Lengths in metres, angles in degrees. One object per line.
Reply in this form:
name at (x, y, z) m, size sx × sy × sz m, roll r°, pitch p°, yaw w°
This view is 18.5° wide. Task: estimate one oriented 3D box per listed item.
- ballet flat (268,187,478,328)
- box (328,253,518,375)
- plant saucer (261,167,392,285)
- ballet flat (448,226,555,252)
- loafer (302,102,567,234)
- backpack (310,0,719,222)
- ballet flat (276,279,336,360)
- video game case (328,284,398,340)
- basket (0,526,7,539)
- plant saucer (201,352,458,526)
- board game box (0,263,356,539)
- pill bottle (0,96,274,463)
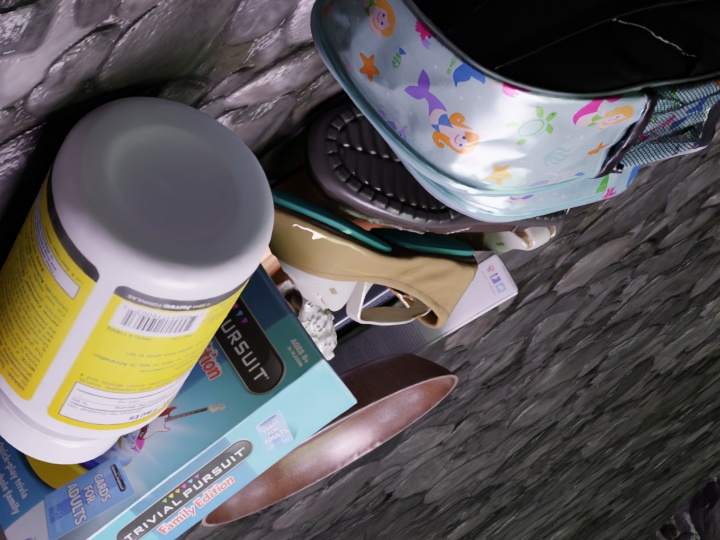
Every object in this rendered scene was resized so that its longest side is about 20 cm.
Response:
ballet flat at (0.000, 0.000, 1.312) m, size 0.199 × 0.068 × 0.064 m, roll 14°, pitch 102°, yaw -48°
box at (0.022, 0.052, 1.591) m, size 0.199 × 0.037 × 0.144 m, roll -30°, pitch 178°, yaw 4°
plant saucer at (-0.035, -0.010, 1.404) m, size 0.199 × 0.032 × 0.201 m, roll -33°, pitch 163°, yaw -12°
ballet flat at (0.112, -0.052, 1.533) m, size 0.070 × 0.066 × 0.200 m, roll -26°, pitch 161°, yaw -25°
loafer at (0.038, -0.050, 1.319) m, size 0.199 × 0.074 × 0.071 m, roll 11°, pitch 160°, yaw -40°
backpack at (0.075, -0.117, 1.087) m, size 0.199 × 0.178 × 0.151 m, roll -15°, pitch 149°, yaw -43°
ballet flat at (-0.101, 0.065, 1.324) m, size 0.199 × 0.072 × 0.072 m, roll -34°, pitch 164°, yaw -21°
video game case at (-0.019, 0.036, 1.497) m, size 0.142 × 0.019 × 0.200 m, roll -34°, pitch 176°, yaw 3°
basket at (-0.283, 0.240, 1.396) m, size 0.200 × 0.136 × 0.180 m, roll -40°, pitch -172°, yaw -6°
plant saucer at (-0.027, 0.109, 1.497) m, size 0.199 × 0.035 × 0.200 m, roll -30°, pitch 169°, yaw -6°
board game box at (-0.121, 0.076, 1.244) m, size 0.199 × 0.151 × 0.047 m, roll -37°, pitch 136°, yaw 0°
pill bottle at (-0.128, 0.013, 1.127) m, size 0.112 × 0.113 × 0.200 m, roll -23°, pitch 160°, yaw -39°
